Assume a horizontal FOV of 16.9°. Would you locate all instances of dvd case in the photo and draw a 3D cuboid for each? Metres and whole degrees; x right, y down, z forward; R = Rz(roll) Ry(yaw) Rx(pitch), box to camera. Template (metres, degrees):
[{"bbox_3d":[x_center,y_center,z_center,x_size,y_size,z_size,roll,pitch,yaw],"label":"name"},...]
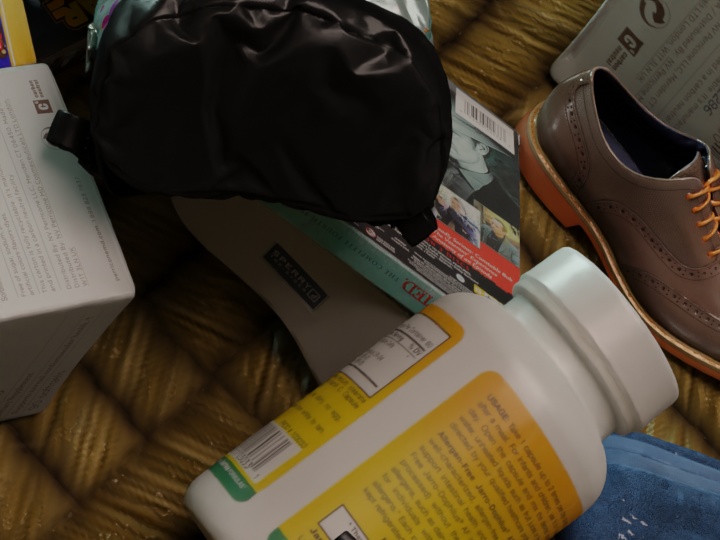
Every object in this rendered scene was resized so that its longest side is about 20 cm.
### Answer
[{"bbox_3d":[0.018,-0.052,1.166,0.146,0.022,0.200,36,30,-19],"label":"dvd case"}]

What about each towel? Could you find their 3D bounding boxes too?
[{"bbox_3d":[0.136,0.170,1.090,0.111,0.049,0.201,21,54,-23],"label":"towel"}]

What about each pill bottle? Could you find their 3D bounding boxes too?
[{"bbox_3d":[0.034,0.081,1.044,0.200,0.113,0.113,-37,83,-8],"label":"pill bottle"}]

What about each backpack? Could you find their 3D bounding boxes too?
[{"bbox_3d":[-0.037,-0.111,1.036,0.166,0.127,0.200,14,29,-12],"label":"backpack"}]

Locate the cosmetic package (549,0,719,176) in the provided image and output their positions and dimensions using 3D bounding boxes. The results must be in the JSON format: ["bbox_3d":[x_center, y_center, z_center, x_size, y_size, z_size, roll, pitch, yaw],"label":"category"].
[{"bbox_3d":[0.244,-0.138,1.308,0.166,0.168,0.200,45,49,7],"label":"cosmetic package"}]

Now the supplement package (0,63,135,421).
[{"bbox_3d":[-0.215,0.002,0.992,0.199,0.117,0.118,-11,68,-34],"label":"supplement package"}]

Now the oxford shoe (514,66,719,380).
[{"bbox_3d":[0.165,-0.019,1.257,0.200,0.073,0.071,45,50,0],"label":"oxford shoe"}]

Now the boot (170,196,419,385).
[{"bbox_3d":[0.000,0.000,1.154,0.200,0.073,0.090,51,33,-6],"label":"boot"}]

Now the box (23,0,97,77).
[{"bbox_3d":[-0.187,-0.148,1.147,0.200,0.040,0.137,-34,84,-40],"label":"box"}]

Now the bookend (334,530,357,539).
[{"bbox_3d":[-0.057,0.163,0.921,0.199,0.092,0.200,43,83,17],"label":"bookend"}]

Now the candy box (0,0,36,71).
[{"bbox_3d":[-0.251,-0.143,1.011,0.199,0.077,0.170,-11,84,-36],"label":"candy box"}]
